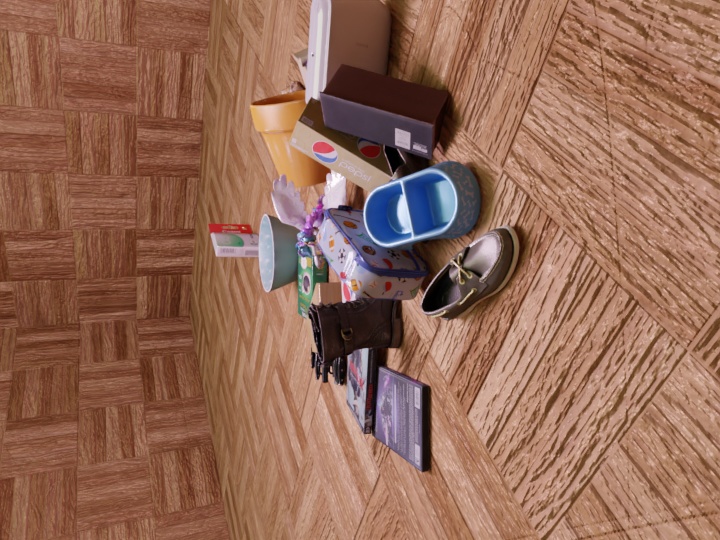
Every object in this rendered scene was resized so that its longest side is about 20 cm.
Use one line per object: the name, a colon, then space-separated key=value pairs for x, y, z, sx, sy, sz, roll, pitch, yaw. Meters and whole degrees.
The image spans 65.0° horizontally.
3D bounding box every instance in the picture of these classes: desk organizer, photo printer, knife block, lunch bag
desk organizer: x=0.039 y=-0.257 z=0.904 sx=0.078 sy=0.196 sz=0.072 roll=-60 pitch=-20 yaw=-26
photo printer: x=-0.019 y=-0.394 z=1.015 sx=0.069 sy=0.164 sz=0.206 roll=21 pitch=111 yaw=43
knife block: x=-0.067 y=0.153 z=1.281 sx=0.178 sy=0.062 sz=0.203 roll=-116 pitch=34 yaw=-41
lunch bag: x=0.021 y=-0.035 z=0.966 sx=0.201 sy=0.157 sz=0.077 roll=57 pitch=134 yaw=43

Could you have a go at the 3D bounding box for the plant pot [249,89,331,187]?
plant pot: x=-0.131 y=-0.294 z=1.264 sx=0.200 sy=0.196 sz=0.188 roll=36 pitch=140 yaw=60

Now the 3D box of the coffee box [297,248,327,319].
coffee box: x=-0.121 y=0.020 z=1.412 sx=0.122 sy=0.043 sz=0.207 roll=-165 pitch=75 yaw=-65

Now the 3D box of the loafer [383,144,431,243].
loafer: x=0.076 y=-0.136 z=0.928 sx=0.073 sy=0.069 sz=0.205 roll=129 pitch=133 yaw=-55

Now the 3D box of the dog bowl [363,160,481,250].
dog bowl: x=0.084 y=-0.093 z=0.850 sx=0.197 sy=0.049 sz=0.115 roll=-13 pitch=90 yaw=42

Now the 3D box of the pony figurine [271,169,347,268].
pony figurine: x=-0.089 y=-0.101 z=1.194 sx=0.200 sy=0.162 sz=0.199 roll=52 pitch=-152 yaw=-71

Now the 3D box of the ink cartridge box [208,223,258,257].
ink cartridge box: x=-0.438 y=-0.122 z=1.967 sx=0.202 sy=0.157 sz=0.051 roll=62 pitch=143 yaw=44

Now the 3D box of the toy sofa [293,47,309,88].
toy sofa: x=-0.056 y=-0.331 z=1.102 sx=0.098 sy=0.081 sz=0.203 roll=-124 pitch=13 yaw=-53

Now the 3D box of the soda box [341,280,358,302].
soda box: x=0.000 y=0.000 z=1.119 sx=0.068 sy=0.062 sz=0.207 roll=173 pitch=94 yaw=-65

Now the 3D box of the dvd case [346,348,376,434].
dvd case: x=0.001 y=0.207 z=1.159 sx=0.146 sy=0.021 sz=0.206 roll=-141 pitch=51 yaw=-70

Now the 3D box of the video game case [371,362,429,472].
video game case: x=0.069 y=0.262 z=1.041 sx=0.199 sy=0.018 sz=0.148 roll=-173 pitch=82 yaw=-66

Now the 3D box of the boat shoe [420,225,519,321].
boat shoe: x=0.149 y=0.010 z=0.791 sx=0.203 sy=0.059 sz=0.074 roll=122 pitch=138 yaw=-51

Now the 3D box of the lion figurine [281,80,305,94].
lion figurine: x=-0.155 y=-0.386 z=1.405 sx=0.202 sy=0.070 sz=0.125 roll=-113 pitch=30 yaw=-53

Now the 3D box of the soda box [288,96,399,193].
soda box: x=-0.022 y=-0.212 z=0.991 sx=0.068 sy=0.197 sz=0.065 roll=-46 pitch=16 yaw=57

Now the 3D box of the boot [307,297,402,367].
boot: x=-0.013 y=0.064 z=1.021 sx=0.069 sy=0.170 sz=0.206 roll=149 pitch=116 yaw=-62

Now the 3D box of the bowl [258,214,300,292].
bowl: x=-0.205 y=-0.046 z=1.516 sx=0.200 sy=0.102 sz=0.207 roll=179 pitch=90 yaw=-69
